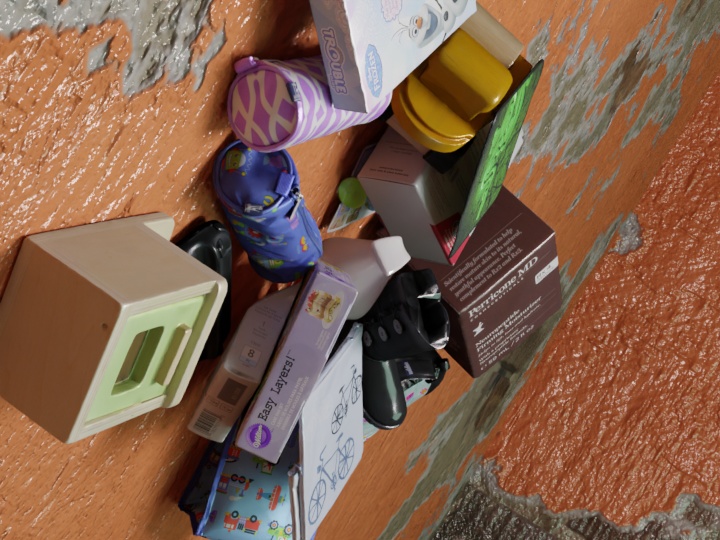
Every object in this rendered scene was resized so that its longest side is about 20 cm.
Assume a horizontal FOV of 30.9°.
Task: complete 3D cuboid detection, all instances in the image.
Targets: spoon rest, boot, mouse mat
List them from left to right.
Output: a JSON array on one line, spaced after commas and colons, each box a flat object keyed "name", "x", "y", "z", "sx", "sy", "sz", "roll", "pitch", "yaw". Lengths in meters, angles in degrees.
[{"name": "spoon rest", "x": 0.000, "y": 0.000, "z": 1.467, "sx": 0.060, "sy": 0.100, "sz": 0.200, "roll": -23, "pitch": 180, "yaw": -29}, {"name": "boot", "x": 0.048, "y": 0.096, "z": 1.528, "sx": 0.066, "sy": 0.165, "sz": 0.200, "roll": -27, "pitch": 179, "yaw": -35}, {"name": "mouse mat", "x": 0.150, "y": -0.122, "z": 1.440, "sx": 0.161, "sy": 0.008, "sz": 0.201, "roll": -50, "pitch": 160, "yaw": -48}]

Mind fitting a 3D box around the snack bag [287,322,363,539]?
[{"name": "snack bag", "x": -0.038, "y": 0.184, "z": 1.483, "sx": 0.189, "sy": 0.021, "sz": 0.201, "roll": -51, "pitch": 146, "yaw": -55}]

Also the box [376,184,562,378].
[{"name": "box", "x": 0.145, "y": 0.000, "z": 1.686, "sx": 0.166, "sy": 0.164, "sz": 0.200, "roll": -39, "pitch": 151, "yaw": -10}]

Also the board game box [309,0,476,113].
[{"name": "board game box", "x": 0.025, "y": -0.275, "z": 1.146, "sx": 0.199, "sy": 0.043, "sz": 0.201, "roll": -47, "pitch": 138, "yaw": -38}]

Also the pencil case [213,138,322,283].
[{"name": "pencil case", "x": -0.085, "y": -0.054, "z": 1.259, "sx": 0.200, "sy": 0.087, "sz": 0.078, "roll": 74, "pitch": 40, "yaw": -68}]

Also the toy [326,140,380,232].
[{"name": "toy", "x": 0.037, "y": -0.104, "z": 1.565, "sx": 0.200, "sy": 0.047, "sz": 0.115, "roll": -23, "pitch": 142, "yaw": -60}]

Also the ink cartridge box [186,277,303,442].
[{"name": "ink cartridge box", "x": -0.114, "y": 0.065, "z": 1.393, "sx": 0.160, "sy": 0.047, "sz": 0.201, "roll": 123, "pitch": -11, "yaw": -54}]

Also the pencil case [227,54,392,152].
[{"name": "pencil case", "x": -0.046, "y": -0.164, "z": 1.203, "sx": 0.084, "sy": 0.086, "sz": 0.200, "roll": -25, "pitch": 180, "yaw": 30}]

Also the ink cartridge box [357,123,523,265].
[{"name": "ink cartridge box", "x": 0.098, "y": -0.131, "z": 1.519, "sx": 0.200, "sy": 0.083, "sz": 0.146, "roll": -59, "pitch": 141, "yaw": -26}]

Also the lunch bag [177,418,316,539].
[{"name": "lunch bag", "x": -0.106, "y": 0.229, "z": 1.563, "sx": 0.201, "sy": 0.150, "sz": 0.094, "roll": -67, "pitch": -155, "yaw": 5}]

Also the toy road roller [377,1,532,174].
[{"name": "toy road roller", "x": 0.110, "y": -0.211, "z": 1.379, "sx": 0.200, "sy": 0.123, "sz": 0.146, "roll": -54, "pitch": -171, "yaw": -26}]

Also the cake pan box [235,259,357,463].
[{"name": "cake pan box", "x": -0.068, "y": 0.090, "z": 1.348, "sx": 0.184, "sy": 0.052, "sz": 0.201, "roll": -101, "pitch": -144, "yaw": -84}]

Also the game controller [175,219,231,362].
[{"name": "game controller", "x": -0.169, "y": 0.037, "z": 1.276, "sx": 0.104, "sy": 0.042, "sz": 0.200, "roll": -32, "pitch": 151, "yaw": -27}]

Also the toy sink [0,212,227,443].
[{"name": "toy sink", "x": -0.194, "y": 0.043, "z": 1.076, "sx": 0.131, "sy": 0.112, "sz": 0.200, "roll": -64, "pitch": 162, "yaw": 18}]

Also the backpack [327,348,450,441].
[{"name": "backpack", "x": -0.005, "y": 0.148, "z": 1.701, "sx": 0.200, "sy": 0.167, "sz": 0.127, "roll": -34, "pitch": 151, "yaw": -35}]
